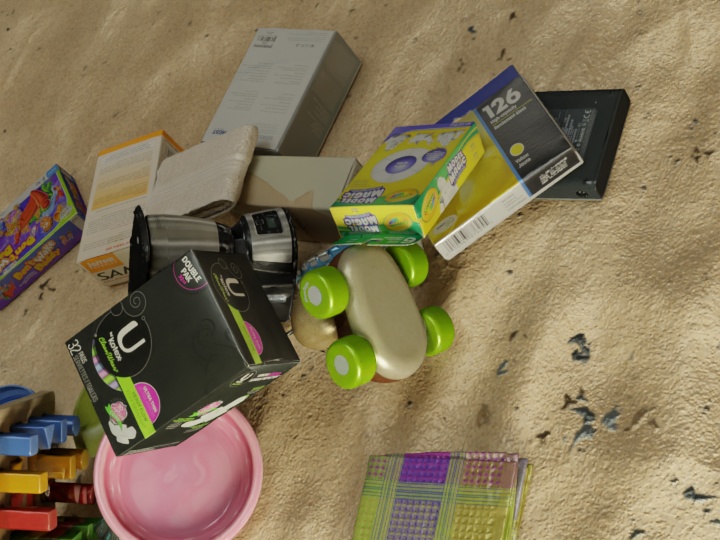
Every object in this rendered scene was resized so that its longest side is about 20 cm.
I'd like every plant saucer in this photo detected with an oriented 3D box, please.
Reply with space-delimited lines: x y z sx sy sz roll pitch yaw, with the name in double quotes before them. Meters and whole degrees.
"plant saucer" -0.311 0.150 1.610 0.199 0.031 0.201 -34 30 23
"plant saucer" -0.213 0.241 1.462 0.197 0.051 0.204 1 69 -3

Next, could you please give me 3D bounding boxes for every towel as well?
"towel" -0.220 -0.118 1.655 0.198 0.034 0.134 -18 47 40
"towel" 0.083 0.263 1.314 0.198 0.023 0.145 -5 59 33

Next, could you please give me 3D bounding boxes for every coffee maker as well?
"coffee maker" -0.188 0.007 1.555 0.197 0.193 0.136 0 60 -18

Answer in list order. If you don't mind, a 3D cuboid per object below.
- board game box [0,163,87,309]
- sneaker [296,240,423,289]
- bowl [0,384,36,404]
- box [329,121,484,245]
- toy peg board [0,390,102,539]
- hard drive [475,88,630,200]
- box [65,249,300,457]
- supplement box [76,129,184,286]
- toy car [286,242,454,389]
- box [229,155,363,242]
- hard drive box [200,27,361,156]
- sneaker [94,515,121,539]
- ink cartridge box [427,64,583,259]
"board game box" -0.514 -0.053 1.919 0.199 0.045 0.135 -40 46 5
"sneaker" 0.000 0.000 1.517 0.199 0.075 0.088 -26 91 39
"bowl" -0.500 0.257 1.708 0.198 0.039 0.203 -18 52 25
"box" 0.049 -0.096 1.405 0.116 0.049 0.201 0 39 34
"toy peg board" -0.378 0.260 1.492 0.096 0.200 0.203 1 93 8
"hard drive" 0.214 -0.153 1.492 0.198 0.033 0.141 4 64 36
"box" -0.198 0.091 1.377 0.199 0.124 0.150 -34 76 19
"supplement box" -0.327 -0.090 1.795 0.124 0.074 0.202 -14 54 26
"toy car" -0.024 0.068 1.431 0.199 0.163 0.160 -27 83 46
"box" -0.074 -0.093 1.610 0.198 0.095 0.079 5 63 38
"hard drive box" -0.112 -0.237 1.742 0.154 0.077 0.202 11 67 39
"sneaker" -0.277 0.253 1.536 0.090 0.078 0.202 -6 56 37
"ink cartridge box" 0.138 -0.142 1.485 0.197 0.047 0.201 -37 50 10
